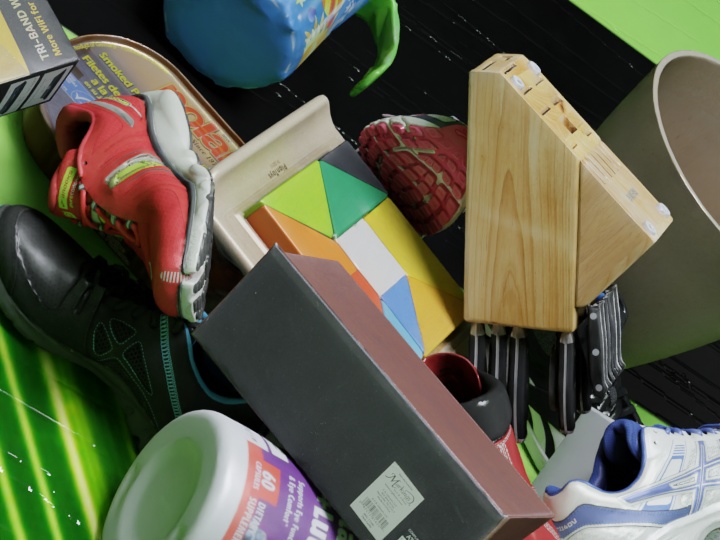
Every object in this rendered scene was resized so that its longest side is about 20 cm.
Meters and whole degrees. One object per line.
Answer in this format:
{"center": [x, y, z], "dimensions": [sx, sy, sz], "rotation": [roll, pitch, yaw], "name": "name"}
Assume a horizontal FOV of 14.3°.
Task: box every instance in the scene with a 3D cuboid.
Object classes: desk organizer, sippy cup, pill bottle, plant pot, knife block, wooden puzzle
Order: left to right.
{"center": [-0.062, -0.190, 1.868], "dimensions": [0.177, 0.140, 0.130], "rotation": [15, 45, 13], "name": "sippy cup"}
{"center": [-0.032, 0.167, 1.567], "dimensions": [0.200, 0.111, 0.112], "rotation": [32, 38, -28], "name": "pill bottle"}
{"center": [0.000, 0.000, 1.702], "dimensions": [0.200, 0.037, 0.185], "rotation": [56, 29, -3], "name": "wooden puzzle"}
{"center": [0.008, 0.083, 1.550], "dimensions": [0.200, 0.072, 0.077], "rotation": [50, 17, 21], "name": "desk organizer"}
{"center": [0.091, -0.004, 1.727], "dimensions": [0.200, 0.176, 0.064], "rotation": [48, 21, 1], "name": "knife block"}
{"center": [0.191, -0.015, 1.933], "dimensions": [0.187, 0.200, 0.188], "rotation": [32, 37, -28], "name": "plant pot"}

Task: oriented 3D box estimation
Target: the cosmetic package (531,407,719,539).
{"center": [0.200, 0.185, 1.830], "dimensions": [0.200, 0.102, 0.071], "rotation": [37, -1, -23], "name": "cosmetic package"}

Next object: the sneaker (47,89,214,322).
{"center": [-0.130, -0.033, 1.595], "dimensions": [0.085, 0.077, 0.200], "rotation": [-2, 30, -15], "name": "sneaker"}

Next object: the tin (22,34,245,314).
{"center": [-0.117, -0.054, 1.711], "dimensions": [0.200, 0.042, 0.112], "rotation": [48, 50, 7], "name": "tin"}

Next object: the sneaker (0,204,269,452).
{"center": [-0.127, 0.029, 1.611], "dimensions": [0.200, 0.082, 0.073], "rotation": [45, 35, -9], "name": "sneaker"}

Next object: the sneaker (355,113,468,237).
{"center": [0.043, -0.068, 1.815], "dimensions": [0.081, 0.075, 0.200], "rotation": [54, -12, 0], "name": "sneaker"}

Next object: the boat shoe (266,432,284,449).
{"center": [-0.027, 0.060, 1.714], "dimensions": [0.071, 0.069, 0.200], "rotation": [20, 44, -39], "name": "boat shoe"}

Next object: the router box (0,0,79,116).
{"center": [-0.273, -0.168, 1.601], "dimensions": [0.157, 0.052, 0.200], "rotation": [-22, 76, -35], "name": "router box"}

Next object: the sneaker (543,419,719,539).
{"center": [0.191, 0.118, 1.724], "dimensions": [0.200, 0.075, 0.088], "rotation": [-35, 100, -39], "name": "sneaker"}

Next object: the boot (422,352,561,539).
{"center": [0.063, 0.115, 1.671], "dimensions": [0.200, 0.072, 0.145], "rotation": [171, -101, -80], "name": "boot"}

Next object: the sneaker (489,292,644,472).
{"center": [0.152, 0.080, 1.868], "dimensions": [0.200, 0.112, 0.073], "rotation": [50, 50, 2], "name": "sneaker"}
